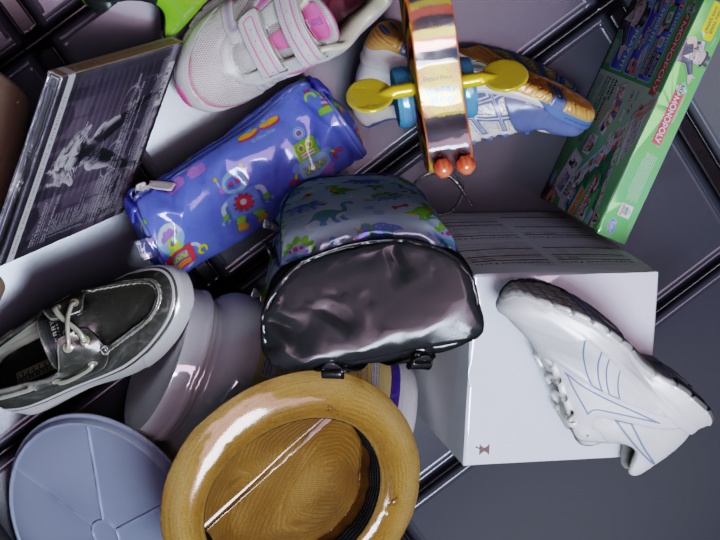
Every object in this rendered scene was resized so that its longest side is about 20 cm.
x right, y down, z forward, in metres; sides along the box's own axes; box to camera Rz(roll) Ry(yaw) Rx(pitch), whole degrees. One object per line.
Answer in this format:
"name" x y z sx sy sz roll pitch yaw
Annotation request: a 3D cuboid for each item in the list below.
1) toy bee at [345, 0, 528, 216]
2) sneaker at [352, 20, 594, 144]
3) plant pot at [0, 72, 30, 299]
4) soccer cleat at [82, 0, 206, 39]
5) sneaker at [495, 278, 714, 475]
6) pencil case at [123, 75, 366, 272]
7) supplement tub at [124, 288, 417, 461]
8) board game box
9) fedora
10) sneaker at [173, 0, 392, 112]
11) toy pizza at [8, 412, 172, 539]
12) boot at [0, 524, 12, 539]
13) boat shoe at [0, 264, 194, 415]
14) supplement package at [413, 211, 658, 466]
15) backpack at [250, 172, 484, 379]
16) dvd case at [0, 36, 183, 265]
"toy bee" 0.068 -0.121 1.569 0.131 0.109 0.200 -28 116 5
"sneaker" 0.087 -0.134 1.666 0.199 0.075 0.088 16 113 -13
"plant pot" -0.330 -0.072 1.514 0.200 0.200 0.175 28 77 -20
"soccer cleat" -0.204 -0.244 1.556 0.199 0.068 0.081 29 105 -21
"sneaker" 0.170 0.081 1.521 0.200 0.075 0.087 38 96 -20
"pencil case" -0.095 -0.074 1.617 0.200 0.078 0.087 -33 131 -6
"supplement tub" -0.071 0.104 1.634 0.199 0.145 0.146 22 97 -19
"board game box" 0.218 -0.130 1.660 0.029 0.135 0.201 22 98 -19
"fedora" -0.058 0.155 1.533 0.200 0.082 0.202 -5 108 -17
"sneaker" -0.056 -0.191 1.594 0.200 0.088 0.081 -37 110 -3
"toy pizza" -0.191 0.201 1.624 0.032 0.199 0.201 -35 118 -52
"boot" -0.264 0.237 1.600 0.066 0.165 0.201 -38 104 -30
"boat shoe" -0.215 0.054 1.578 0.200 0.071 0.064 -31 155 24
"supplement package" 0.126 0.049 1.644 0.150 0.200 0.153 -1 105 -15
"backpack" 0.000 0.000 1.543 0.162 0.200 0.155 -8 89 0
"dvd case" -0.200 -0.091 1.521 0.016 0.200 0.149 27 110 12
